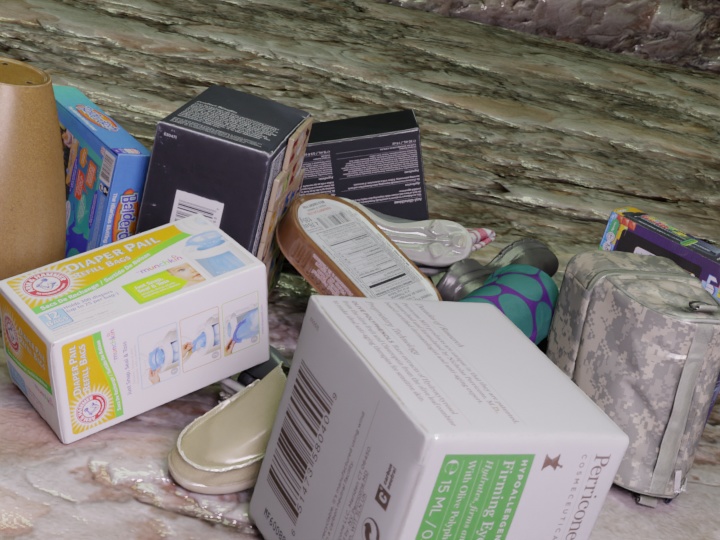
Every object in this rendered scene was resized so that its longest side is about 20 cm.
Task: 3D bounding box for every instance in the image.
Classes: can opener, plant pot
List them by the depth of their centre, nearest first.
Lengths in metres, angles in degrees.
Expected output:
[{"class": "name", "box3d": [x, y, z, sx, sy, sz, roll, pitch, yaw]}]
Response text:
[{"class": "can opener", "box3d": [-0.054, 0.122, 1.186, 0.200, 0.067, 0.053, 32, -2, 27]}, {"class": "plant pot", "box3d": [-0.365, -0.101, 1.337, 0.185, 0.201, 0.187, 13, 20, -5]}]

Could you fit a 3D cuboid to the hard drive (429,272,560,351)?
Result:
[{"class": "hard drive", "box3d": [0.172, 0.044, 1.599, 0.199, 0.038, 0.140, 11, 21, -12]}]

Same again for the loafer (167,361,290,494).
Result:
[{"class": "loafer", "box3d": [-0.067, 0.114, 1.118, 0.199, 0.069, 0.076, -23, 46, -24]}]

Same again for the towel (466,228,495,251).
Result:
[{"class": "towel", "box3d": [0.058, -0.036, 1.662, 0.146, 0.030, 0.200, 8, 16, 31]}]

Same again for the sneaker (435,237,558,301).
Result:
[{"class": "sneaker", "box3d": [0.162, 0.027, 1.505, 0.199, 0.076, 0.091, -21, 56, -45]}]

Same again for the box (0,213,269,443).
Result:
[{"class": "box", "box3d": [-0.189, 0.044, 1.157, 0.199, 0.102, 0.112, -22, 39, -31]}]

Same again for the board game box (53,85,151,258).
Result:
[{"class": "board game box", "box3d": [-0.288, -0.087, 1.425, 0.045, 0.153, 0.200, -1, 27, -37]}]

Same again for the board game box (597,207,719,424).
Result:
[{"class": "board game box", "box3d": [0.307, 0.058, 1.429, 0.165, 0.201, 0.057, 31, 23, 32]}]

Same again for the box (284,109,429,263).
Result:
[{"class": "box", "box3d": [-0.027, -0.094, 1.562, 0.199, 0.142, 0.079, -7, 23, 0]}]

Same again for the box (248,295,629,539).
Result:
[{"class": "box", "box3d": [0.048, 0.150, 1.000, 0.170, 0.200, 0.200, 4, 25, -31]}]

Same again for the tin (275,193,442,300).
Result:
[{"class": "tin", "box3d": [0.000, 0.000, 1.360, 0.200, 0.042, 0.112, 46, 40, 19]}]

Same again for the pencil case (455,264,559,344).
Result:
[{"class": "pencil case", "box3d": [0.122, 0.056, 1.325, 0.092, 0.086, 0.200, -16, 5, 30]}]

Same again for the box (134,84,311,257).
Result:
[{"class": "box", "box3d": [-0.146, -0.065, 1.409, 0.123, 0.201, 0.198, 17, 20, 5]}]

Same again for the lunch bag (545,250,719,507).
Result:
[{"class": "lunch bag", "box3d": [0.266, 0.099, 1.304, 0.138, 0.201, 0.168, 6, 19, -17]}]

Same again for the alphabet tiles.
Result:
[{"class": "alphabet tiles", "box3d": [-0.082, -0.053, 1.422, 0.008, 0.201, 0.167, 16, 21, 4]}]

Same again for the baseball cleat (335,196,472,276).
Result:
[{"class": "baseball cleat", "box3d": [0.019, -0.026, 1.495, 0.199, 0.070, 0.107, 12, -20, -2]}]
